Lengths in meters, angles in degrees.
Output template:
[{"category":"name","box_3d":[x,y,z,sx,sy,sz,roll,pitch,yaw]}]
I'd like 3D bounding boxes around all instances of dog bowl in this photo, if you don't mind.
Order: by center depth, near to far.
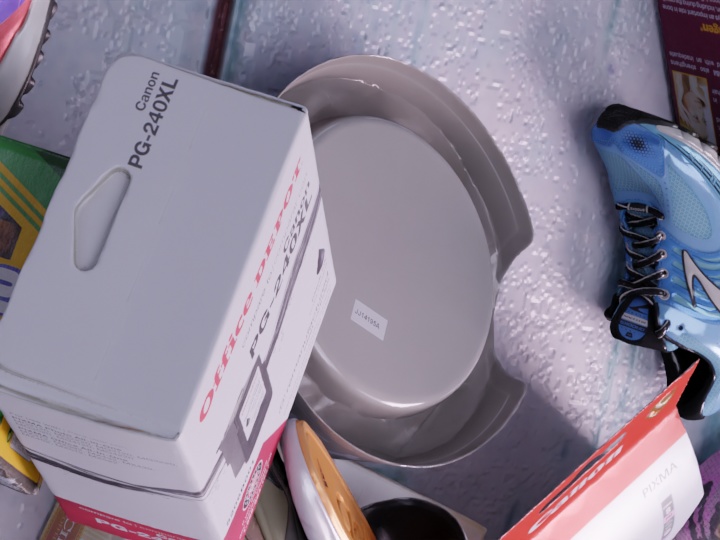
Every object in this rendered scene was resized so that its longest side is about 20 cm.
[{"category":"dog bowl","box_3d":[0.000,0.000,1.299,0.199,0.058,0.201,14,68,-40]}]

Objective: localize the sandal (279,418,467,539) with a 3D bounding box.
[{"category":"sandal","box_3d":[0.020,0.135,1.250,0.059,0.079,0.207,-20,139,7]}]

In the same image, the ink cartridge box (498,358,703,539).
[{"category":"ink cartridge box","box_3d":[0.114,0.144,1.386,0.162,0.200,0.057,-40,81,-19]}]

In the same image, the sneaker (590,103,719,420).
[{"category":"sneaker","box_3d":[0.170,0.001,1.446,0.090,0.078,0.201,-38,120,-17]}]

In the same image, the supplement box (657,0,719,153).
[{"category":"supplement box","box_3d":[0.223,-0.139,1.425,0.085,0.110,0.201,-23,114,-28]}]

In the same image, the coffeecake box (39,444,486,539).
[{"category":"coffeecake box","box_3d":[-0.057,0.154,1.330,0.199,0.073,0.154,29,85,-35]}]

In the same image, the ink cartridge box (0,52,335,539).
[{"category":"ink cartridge box","box_3d":[-0.075,0.022,1.099,0.200,0.083,0.146,82,27,-70]}]

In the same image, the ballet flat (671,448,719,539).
[{"category":"ballet flat","box_3d":[0.255,0.097,1.529,0.200,0.071,0.069,-42,120,-19]}]

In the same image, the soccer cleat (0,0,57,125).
[{"category":"soccer cleat","box_3d":[-0.161,-0.166,1.189,0.073,0.068,0.201,16,93,-28]}]

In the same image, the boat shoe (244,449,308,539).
[{"category":"boat shoe","box_3d":[-0.053,0.142,1.248,0.073,0.076,0.201,-23,110,-2]}]

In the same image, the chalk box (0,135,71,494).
[{"category":"chalk box","box_3d":[-0.214,-0.003,1.124,0.199,0.124,0.124,19,79,7]}]

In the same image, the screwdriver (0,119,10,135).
[{"category":"screwdriver","box_3d":[-0.192,0.011,1.226,0.028,0.029,0.201,23,93,-36]}]
